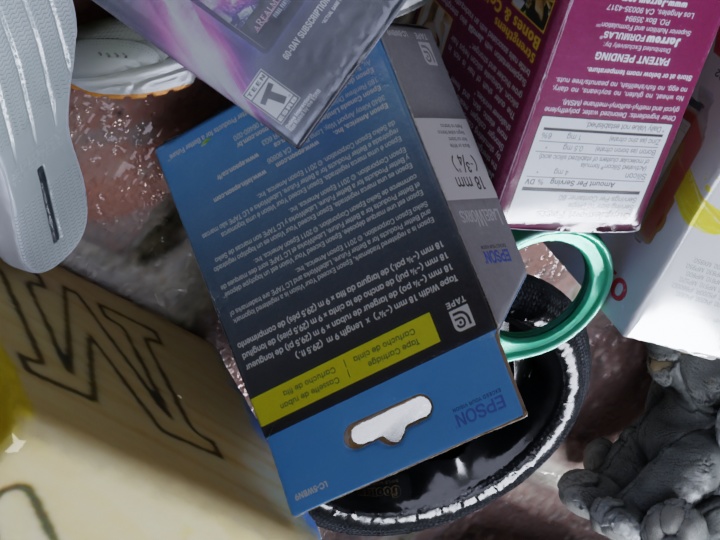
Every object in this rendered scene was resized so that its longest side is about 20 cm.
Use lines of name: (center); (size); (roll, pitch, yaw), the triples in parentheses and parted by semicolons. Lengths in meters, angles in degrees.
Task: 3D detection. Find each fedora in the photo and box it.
fedora: (0.028, 0.057, 1.098); (0.199, 0.092, 0.202); (-11, 128, -15)

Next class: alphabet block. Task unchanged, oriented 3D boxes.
alphabet block: (-0.172, 0.122, 0.974); (0.199, 0.197, 0.196); (30, 104, -39)

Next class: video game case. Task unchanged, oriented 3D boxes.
video game case: (-0.067, -0.171, 0.876); (0.199, 0.019, 0.143); (35, 99, -13)

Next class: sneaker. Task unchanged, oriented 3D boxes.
sneaker: (-0.064, -0.149, 0.934); (0.198, 0.076, 0.093); (-21, 109, -10)
sneaker: (-0.176, -0.083, 0.892); (0.073, 0.070, 0.201); (-43, 151, -36)

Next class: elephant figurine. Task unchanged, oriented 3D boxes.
elephant figurine: (0.222, 0.083, 1.206); (0.202, 0.141, 0.155); (-65, 156, 4)

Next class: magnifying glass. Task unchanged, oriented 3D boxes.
magnifying glass: (0.045, 0.039, 1.017); (0.199, 0.022, 0.080); (-31, 129, 2)

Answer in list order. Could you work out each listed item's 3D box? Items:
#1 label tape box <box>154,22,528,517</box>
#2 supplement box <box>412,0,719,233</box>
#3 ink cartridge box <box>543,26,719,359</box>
label tape box: (0.000, 0.000, 0.950); (0.143, 0.202, 0.063); (-26, 170, 28)
supplement box: (0.107, -0.137, 0.979); (0.102, 0.131, 0.201); (1, 123, -30)
ink cartridge box: (0.185, -0.074, 1.054); (0.083, 0.145, 0.201); (12, 116, -32)
